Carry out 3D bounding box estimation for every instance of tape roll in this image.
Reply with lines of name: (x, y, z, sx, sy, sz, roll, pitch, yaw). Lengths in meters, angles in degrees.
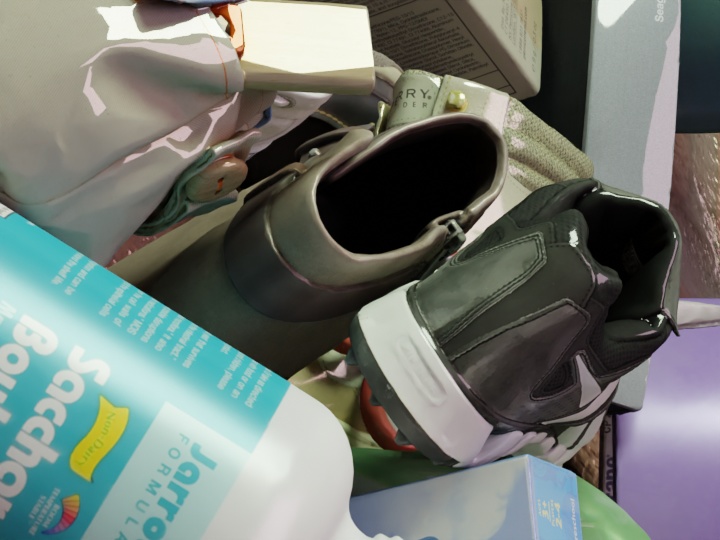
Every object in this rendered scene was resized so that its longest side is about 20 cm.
tape roll: (0.149, 0.112, 1.234, 0.200, 0.084, 0.201, 1, 90, -86)

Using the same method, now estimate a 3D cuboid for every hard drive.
hard drive: (0.080, -0.037, 1.195, 0.042, 0.135, 0.201, 12, 78, -29)

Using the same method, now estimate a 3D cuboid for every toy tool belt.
toy tool belt: (-0.089, -0.101, 0.823, 0.200, 0.123, 0.125, 56, -11, 26)

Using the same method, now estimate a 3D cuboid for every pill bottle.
pill bottle: (-0.079, 0.057, 0.744, 0.199, 0.111, 0.111, 31, 34, -1)

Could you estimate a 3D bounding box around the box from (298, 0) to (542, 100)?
box: (-0.010, -0.144, 1.127, 0.200, 0.095, 0.078, 50, 34, -45)

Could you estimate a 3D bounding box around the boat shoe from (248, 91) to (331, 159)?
boat shoe: (-0.081, -0.105, 0.925, 0.202, 0.086, 0.075, 37, 45, -32)

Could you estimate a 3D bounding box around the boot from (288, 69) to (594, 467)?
boot: (0.000, 0.000, 1.011, 0.199, 0.072, 0.156, 19, 73, -33)

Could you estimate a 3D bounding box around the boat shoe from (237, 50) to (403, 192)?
boat shoe: (-0.006, -0.037, 1.098, 0.200, 0.074, 0.074, 19, 62, -57)

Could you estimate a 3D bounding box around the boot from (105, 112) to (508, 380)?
boot: (-0.047, 0.014, 0.838, 0.070, 0.146, 0.200, 54, 48, -3)

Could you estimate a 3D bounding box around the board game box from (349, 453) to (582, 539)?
board game box: (-0.024, 0.148, 0.807, 0.037, 0.199, 0.152, 28, 52, -56)

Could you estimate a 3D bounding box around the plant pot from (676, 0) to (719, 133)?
plant pot: (0.152, -0.157, 1.364, 0.201, 0.160, 0.202, -10, 90, -78)

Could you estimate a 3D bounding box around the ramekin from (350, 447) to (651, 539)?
ramekin: (0.004, 0.149, 0.880, 0.098, 0.199, 0.201, 17, 61, -53)

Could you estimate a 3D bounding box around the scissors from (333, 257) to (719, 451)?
scissors: (0.066, 0.010, 1.008, 0.199, 0.014, 0.074, -18, 91, -37)

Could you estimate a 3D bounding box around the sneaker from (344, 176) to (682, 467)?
sneaker: (0.065, 0.014, 0.854, 0.067, 0.090, 0.200, 56, 13, 9)
